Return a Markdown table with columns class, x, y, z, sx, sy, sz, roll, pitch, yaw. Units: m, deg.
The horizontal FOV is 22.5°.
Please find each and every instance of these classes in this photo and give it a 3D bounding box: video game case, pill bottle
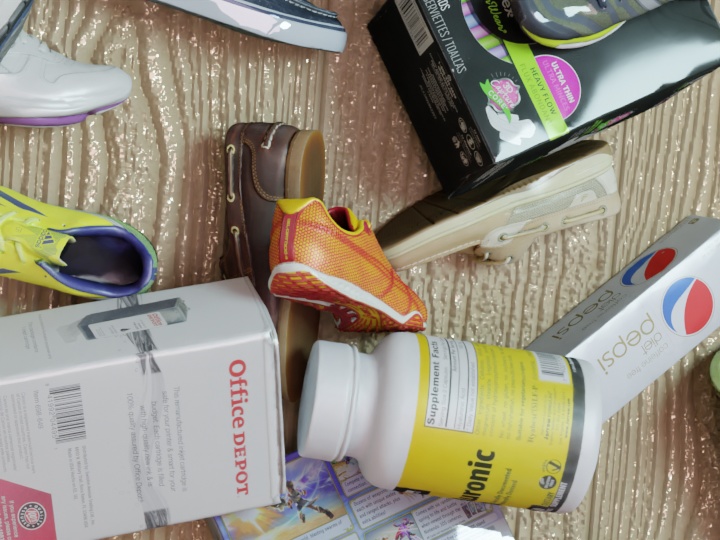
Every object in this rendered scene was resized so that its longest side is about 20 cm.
| class | x | y | z | sx | sy | sz | roll | pitch | yaw |
| --- | --- | --- | --- | --- | --- | --- | --- | --- | --- |
| video game case | 0.008 | 0.206 | 1.313 | 0.199 | 0.045 | 0.182 | -23 | 82 | -16 |
| pill bottle | 0.060 | 0.103 | 1.269 | 0.199 | 0.111 | 0.112 | 9 | 92 | -7 |

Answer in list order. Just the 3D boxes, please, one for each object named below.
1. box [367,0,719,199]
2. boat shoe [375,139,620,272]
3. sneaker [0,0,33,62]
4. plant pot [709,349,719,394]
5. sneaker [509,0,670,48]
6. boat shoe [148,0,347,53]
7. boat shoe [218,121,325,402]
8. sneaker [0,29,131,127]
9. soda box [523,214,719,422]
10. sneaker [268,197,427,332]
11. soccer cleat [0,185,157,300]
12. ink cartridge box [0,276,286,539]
| class | x | y | z | sx | sy | sz | roll | pitch | yaw |
| --- | --- | --- | --- | --- | --- | --- | --- | --- | --- |
| box | 0.133 | -0.165 | 1.294 | 0.199 | 0.124 | 0.149 | -24 | 87 | -16 |
| boat shoe | 0.103 | -0.034 | 1.340 | 0.199 | 0.072 | 0.065 | -23 | 108 | -16 |
| sneaker | -0.231 | -0.220 | 1.175 | 0.087 | 0.075 | 0.201 | 30 | 54 | -7 |
| plant pot | 0.373 | 0.163 | 1.406 | 0.199 | 0.200 | 0.191 | -12 | 110 | -18 |
| sneaker | 0.191 | -0.208 | 1.208 | 0.199 | 0.081 | 0.074 | -23 | 85 | -15 |
| boat shoe | -0.092 | -0.216 | 1.250 | 0.199 | 0.071 | 0.091 | 16 | 94 | -18 |
| boat shoe | -0.065 | -0.007 | 1.288 | 0.070 | 0.070 | 0.201 | 7 | 103 | 17 |
| sneaker | -0.248 | -0.146 | 1.201 | 0.199 | 0.075 | 0.100 | 4 | 95 | -19 |
| soda box | 0.212 | 0.042 | 1.386 | 0.200 | 0.068 | 0.064 | -38 | 106 | -12 |
| sneaker | 0.000 | 0.000 | 1.263 | 0.073 | 0.200 | 0.078 | -1 | 73 | 21 |
| soccer cleat | -0.230 | -0.022 | 1.215 | 0.199 | 0.084 | 0.065 | 12 | 91 | -20 |
| ink cartridge box | -0.157 | 0.097 | 1.223 | 0.199 | 0.085 | 0.146 | -8 | 122 | -12 |
